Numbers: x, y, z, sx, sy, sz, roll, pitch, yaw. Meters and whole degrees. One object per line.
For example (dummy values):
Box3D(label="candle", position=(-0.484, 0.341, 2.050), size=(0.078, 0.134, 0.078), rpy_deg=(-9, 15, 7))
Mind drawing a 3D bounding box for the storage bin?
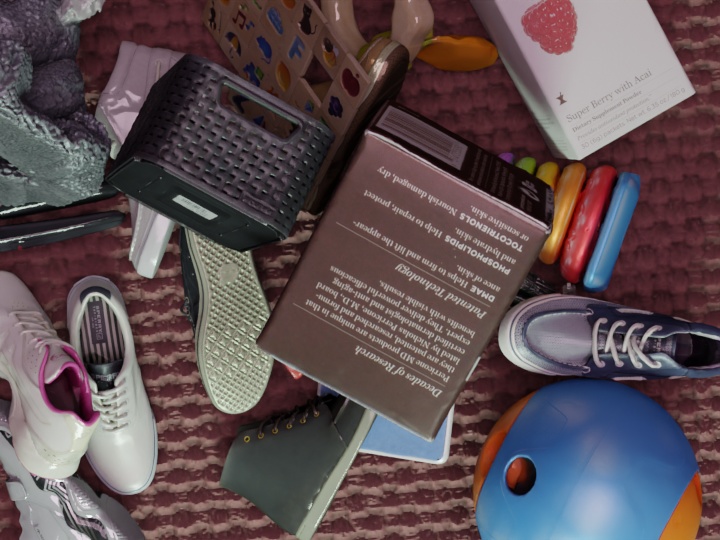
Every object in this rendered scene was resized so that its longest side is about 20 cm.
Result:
Box3D(label="storage bin", position=(-0.118, -0.090, 1.385), size=(0.135, 0.200, 0.094), rpy_deg=(28, 80, -13))

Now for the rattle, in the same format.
Box3D(label="rattle", position=(0.026, -0.268, 1.517), size=(0.142, 0.131, 0.201), rpy_deg=(-20, 62, -23))

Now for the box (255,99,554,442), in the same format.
Box3D(label="box", position=(0.040, -0.006, 1.383), size=(0.163, 0.166, 0.201), rpy_deg=(28, 106, -1))

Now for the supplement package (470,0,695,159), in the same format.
Box3D(label="supplement package", position=(0.184, -0.213, 1.498), size=(0.121, 0.120, 0.201), rpy_deg=(-30, 96, -1))

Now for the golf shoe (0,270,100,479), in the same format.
Box3D(label="golf shoe", position=(-0.275, 0.077, 1.478), size=(0.075, 0.092, 0.201), rpy_deg=(-5, 61, -43))

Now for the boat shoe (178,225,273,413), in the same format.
Box3D(label="boat shoe", position=(-0.122, 0.027, 1.524), size=(0.074, 0.062, 0.202), rpy_deg=(-11, 96, -17))

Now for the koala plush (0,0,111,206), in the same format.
Box3D(label="koala plush", position=(-0.288, -0.172, 1.436), size=(0.183, 0.177, 0.201), rpy_deg=(27, 56, -43))

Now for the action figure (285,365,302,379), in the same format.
Box3D(label="action figure", position=(0.000, 0.000, 1.509), size=(0.199, 0.065, 0.099), rpy_deg=(-34, 93, 14))

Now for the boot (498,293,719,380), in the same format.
Box3D(label="boot", position=(0.223, 0.058, 1.469), size=(0.199, 0.090, 0.073), rpy_deg=(3, 88, -26))

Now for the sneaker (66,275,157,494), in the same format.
Box3D(label="sneaker", position=(-0.227, 0.107, 1.519), size=(0.072, 0.071, 0.202), rpy_deg=(-13, 97, -3))

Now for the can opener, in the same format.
Box3D(label="can opener", position=(-0.307, -0.043, 1.509), size=(0.198, 0.079, 0.064), rpy_deg=(-4, 90, -13))

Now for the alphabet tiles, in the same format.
Box3D(label="alphabet tiles", position=(-0.072, -0.179, 1.462), size=(0.008, 0.167, 0.201), rpy_deg=(-19, 64, -34))

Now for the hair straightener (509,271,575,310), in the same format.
Box3D(label="hair straightener", position=(0.172, 0.022, 1.543), size=(0.199, 0.077, 0.041), rpy_deg=(33, 54, 1))

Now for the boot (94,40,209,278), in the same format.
Box3D(label="boot", position=(-0.198, -0.100, 1.510), size=(0.095, 0.074, 0.202), rpy_deg=(15, 84, -4))

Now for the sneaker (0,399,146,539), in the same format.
Box3D(label="sneaker", position=(-0.292, 0.216, 1.519), size=(0.115, 0.075, 0.200), rpy_deg=(-44, 90, 7))

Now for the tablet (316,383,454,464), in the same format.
Box3D(label="tablet", position=(0.028, 0.068, 1.546), size=(0.129, 0.014, 0.202), rpy_deg=(7, 95, 15))

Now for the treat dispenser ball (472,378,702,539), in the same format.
Box3D(label="treat dispenser ball", position=(0.198, 0.195, 1.489), size=(0.199, 0.201, 0.203), rpy_deg=(0, 94, -4))

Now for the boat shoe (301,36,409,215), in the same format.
Box3D(label="boat shoe", position=(-0.027, -0.134, 1.472), size=(0.076, 0.072, 0.200), rpy_deg=(42, 132, 11))

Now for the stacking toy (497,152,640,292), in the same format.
Box3D(label="stacking toy", position=(0.142, -0.063, 1.528), size=(0.199, 0.116, 0.111), rpy_deg=(19, 88, 9))

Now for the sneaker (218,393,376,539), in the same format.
Box3D(label="sneaker", position=(-0.047, 0.135, 1.518), size=(0.106, 0.075, 0.201), rpy_deg=(28, 101, 3))
